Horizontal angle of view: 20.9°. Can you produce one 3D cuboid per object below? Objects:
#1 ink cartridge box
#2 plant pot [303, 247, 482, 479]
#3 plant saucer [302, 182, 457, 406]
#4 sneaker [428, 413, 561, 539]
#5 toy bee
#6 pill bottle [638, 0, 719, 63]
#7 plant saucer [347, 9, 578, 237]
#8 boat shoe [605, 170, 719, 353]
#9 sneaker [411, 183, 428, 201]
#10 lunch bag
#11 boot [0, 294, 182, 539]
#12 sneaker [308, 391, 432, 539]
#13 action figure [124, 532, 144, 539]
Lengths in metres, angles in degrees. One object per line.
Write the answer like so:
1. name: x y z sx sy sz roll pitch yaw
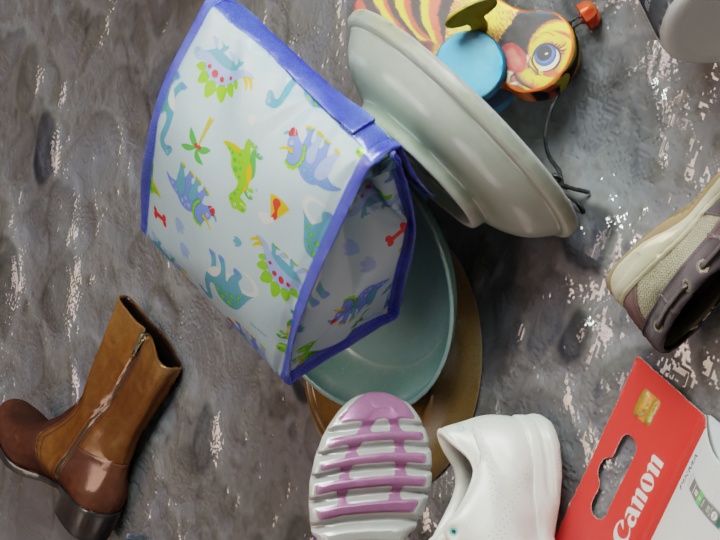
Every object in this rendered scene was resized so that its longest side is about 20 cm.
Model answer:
1. ink cartridge box: 0.185 0.169 1.175 0.200 0.050 0.161 43 121 43
2. plant pot: 0.014 0.063 1.423 0.200 0.027 0.200 -7 82 53
3. plant saucer: 0.000 0.000 1.358 0.200 0.036 0.200 20 120 39
4. sneaker: 0.085 0.193 1.256 0.075 0.088 0.200 134 134 -66
5. toy bee: 0.100 -0.146 1.280 0.109 0.200 0.131 -49 8 4
6. pill bottle: 0.188 -0.229 1.152 0.106 0.106 0.200 -48 51 39
7. plant saucer: 0.052 -0.080 1.249 0.050 0.200 0.200 -46 44 -3
8. boat shoe: 0.224 -0.023 1.124 0.200 0.072 0.065 -44 67 38
9. sneaker: -0.015 -0.068 1.441 0.200 0.071 0.083 -11 50 48
10. lunch bag: -0.049 -0.060 1.255 0.170 0.127 0.200 43 148 25
11. boot: -0.248 0.110 1.730 0.188 0.068 0.200 47 122 44
12. sneaker: 0.000 0.180 1.297 0.088 0.080 0.200 178 95 -82
13. action figure: -0.245 0.317 1.654 0.193 0.105 0.200 109 171 -81
